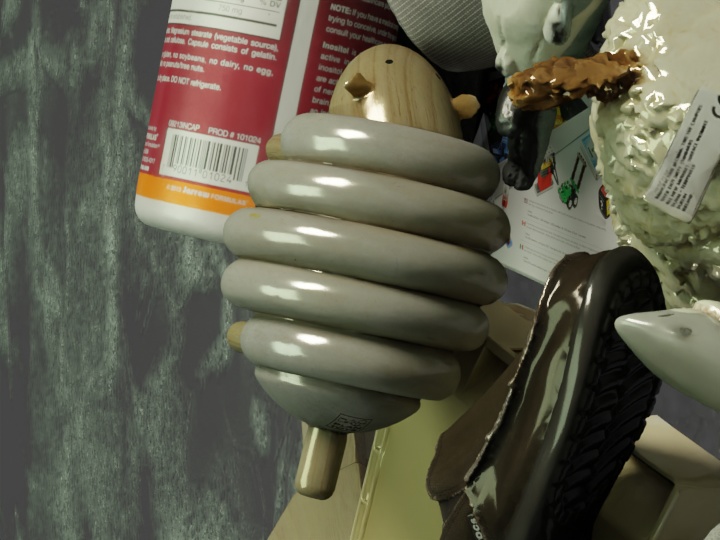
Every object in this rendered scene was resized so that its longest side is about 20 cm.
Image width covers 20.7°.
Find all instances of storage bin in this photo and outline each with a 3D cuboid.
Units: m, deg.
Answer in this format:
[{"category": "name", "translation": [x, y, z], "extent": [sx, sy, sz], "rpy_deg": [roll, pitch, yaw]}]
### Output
[{"category": "storage bin", "translation": [0.088, 0.138, 0.890], "extent": [0.200, 0.094, 0.199], "rpy_deg": [38, 121, 51]}]

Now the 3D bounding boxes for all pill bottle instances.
[{"category": "pill bottle", "translation": [-0.039, -0.111, 0.964], "extent": [0.113, 0.113, 0.200], "rpy_deg": [-163, 84, -68]}]

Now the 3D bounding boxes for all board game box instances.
[{"category": "board game box", "translation": [0.109, -0.054, 0.979], "extent": [0.200, 0.035, 0.126], "rpy_deg": [-150, 63, -67]}]

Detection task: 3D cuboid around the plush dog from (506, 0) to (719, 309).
[{"category": "plush dog", "translation": [0.142, -0.038, 0.776], "extent": [0.172, 0.160, 0.200], "rpy_deg": [77, 179, -56]}]

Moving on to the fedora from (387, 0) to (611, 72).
[{"category": "fedora", "translation": [0.048, -0.171, 0.884], "extent": [0.177, 0.090, 0.200], "rpy_deg": [-48, -57, -69]}]

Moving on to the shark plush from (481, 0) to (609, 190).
[{"category": "shark plush", "translation": [0.096, -0.113, 0.776], "extent": [0.091, 0.083, 0.200], "rpy_deg": [36, 128, 47]}]

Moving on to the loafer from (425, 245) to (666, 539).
[{"category": "loafer", "translation": [0.058, 0.076, 0.767], "extent": [0.071, 0.073, 0.200], "rpy_deg": [29, 115, 27]}]

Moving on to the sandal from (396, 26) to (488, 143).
[{"category": "sandal", "translation": [0.043, -0.119, 1.034], "extent": [0.048, 0.075, 0.201], "rpy_deg": [-56, -8, -46]}]

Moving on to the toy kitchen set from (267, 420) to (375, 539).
[{"category": "toy kitchen set", "translation": [-0.031, 0.179, 1.204], "extent": [0.200, 0.163, 0.181], "rpy_deg": [-28, 47, 26]}]

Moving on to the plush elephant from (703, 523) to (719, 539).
[{"category": "plush elephant", "translation": [0.146, 0.159, 0.714], "extent": [0.200, 0.164, 0.155], "rpy_deg": [-89, 16, -58]}]

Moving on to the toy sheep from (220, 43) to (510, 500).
[{"category": "toy sheep", "translation": [0.000, 0.000, 0.857], "extent": [0.138, 0.138, 0.200], "rpy_deg": [-175, 93, -69]}]

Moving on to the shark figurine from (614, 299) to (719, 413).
[{"category": "shark figurine", "translation": [0.203, 0.050, 0.663], "extent": [0.214, 0.128, 0.090], "rpy_deg": [-11, 55, 42]}]
